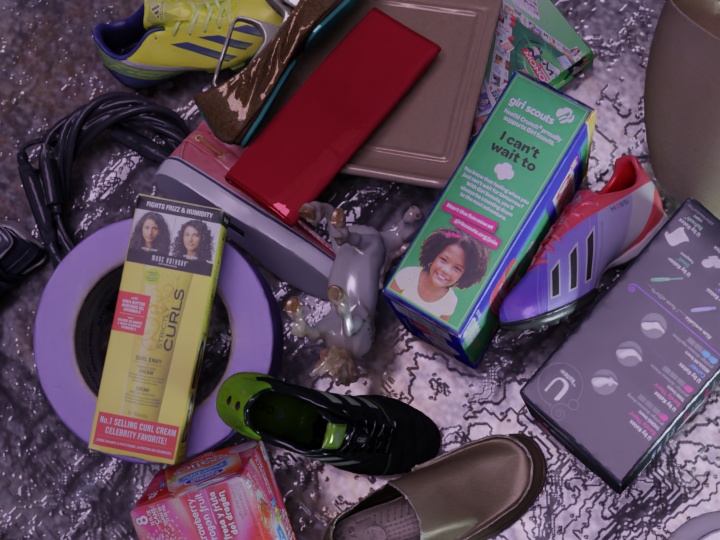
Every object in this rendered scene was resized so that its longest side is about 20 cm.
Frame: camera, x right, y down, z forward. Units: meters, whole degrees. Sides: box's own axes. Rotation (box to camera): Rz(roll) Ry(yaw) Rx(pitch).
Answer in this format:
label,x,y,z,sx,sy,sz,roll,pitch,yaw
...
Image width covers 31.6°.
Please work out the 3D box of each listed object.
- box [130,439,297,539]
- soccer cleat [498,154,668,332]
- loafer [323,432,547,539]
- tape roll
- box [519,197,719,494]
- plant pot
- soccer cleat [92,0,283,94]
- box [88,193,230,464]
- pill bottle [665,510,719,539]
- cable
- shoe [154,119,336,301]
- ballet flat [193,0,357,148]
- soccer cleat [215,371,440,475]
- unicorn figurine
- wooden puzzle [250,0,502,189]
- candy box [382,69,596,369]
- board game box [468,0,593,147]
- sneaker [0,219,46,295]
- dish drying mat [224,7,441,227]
label,x,y,z,sx,sy,sz,roll,pitch,yaw
box,-0.094,0.247,0.987,0.095,0.100,0.202,-18,98,6
soccer cleat,0.169,-0.020,1.001,0.199,0.068,0.074,-34,109,-34
loafer,0.058,0.193,1.020,0.199,0.067,0.076,-30,73,4
tape roll,-0.167,0.059,1.070,0.198,0.085,0.202,0,85,3
box,0.227,0.062,0.987,0.106,0.122,0.200,41,87,17
plant pot,0.301,-0.113,0.997,0.199,0.200,0.135,33,117,17
soccer cleat,-0.150,-0.216,1.130,0.199,0.084,0.065,-15,48,26
box,-0.158,0.046,1.004,0.075,0.050,0.202,11,86,1
pill bottle,0.259,0.228,0.900,0.111,0.200,0.113,-3,76,11
cable,-0.213,-0.056,1.152,0.162,0.051,0.202,-22,81,-3
shoe,-0.074,-0.061,1.108,0.199,0.072,0.091,33,67,4
ballet flat,-0.069,-0.196,1.065,0.072,0.068,0.201,38,81,-4
soccer cleat,-0.018,0.128,1.007,0.198,0.081,0.068,16,92,-23
unicorn figurine,0.000,0.000,1.041,0.073,0.137,0.201,16,78,33
wooden puzzle,0.015,-0.165,1.097,0.183,0.037,0.202,10,67,14
candy box,0.106,-0.034,1.012,0.077,0.169,0.201,28,84,14
board game box,0.095,-0.224,1.134,0.134,0.029,0.201,-35,72,1
sneaker,-0.341,0.040,1.137,0.145,0.077,0.204,-27,72,7
dish drying mat,-0.022,-0.130,1.057,0.077,0.018,0.200,34,74,21
